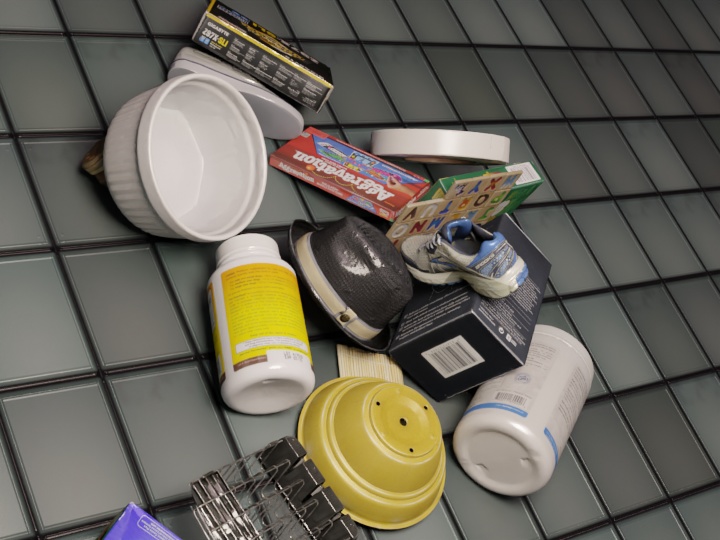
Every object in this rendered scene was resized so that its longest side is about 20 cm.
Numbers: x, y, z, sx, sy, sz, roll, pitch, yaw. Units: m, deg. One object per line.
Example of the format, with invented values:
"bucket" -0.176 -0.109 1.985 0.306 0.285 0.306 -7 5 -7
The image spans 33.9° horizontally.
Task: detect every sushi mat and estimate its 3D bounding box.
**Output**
"sushi mat" 0.021 0.183 1.458 0.095 0.012 0.200 12 51 -26

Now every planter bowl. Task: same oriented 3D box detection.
"planter bowl" 0.033 0.194 1.389 0.200 0.083 0.201 18 49 -21

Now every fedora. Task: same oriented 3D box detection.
"fedora" 0.000 0.000 1.480 0.201 0.092 0.201 49 19 -23

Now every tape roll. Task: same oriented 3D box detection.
"tape roll" 0.114 -0.174 1.682 0.202 0.203 0.037 3 92 -33

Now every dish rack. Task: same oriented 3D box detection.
"dish rack" -0.097 0.263 1.254 0.154 0.055 0.200 53 32 13

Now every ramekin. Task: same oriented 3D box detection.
"ramekin" -0.217 -0.131 1.425 0.200 0.105 0.201 8 80 -52

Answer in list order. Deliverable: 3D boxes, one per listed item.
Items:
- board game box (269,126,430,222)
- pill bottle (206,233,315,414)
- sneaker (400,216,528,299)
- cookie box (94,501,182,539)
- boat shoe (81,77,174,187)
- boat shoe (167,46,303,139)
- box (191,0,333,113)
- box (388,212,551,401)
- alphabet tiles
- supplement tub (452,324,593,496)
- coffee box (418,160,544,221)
"board game box" -0.015 -0.134 1.622 0.200 0.019 0.103 26 41 19
"pill bottle" -0.121 0.059 1.387 0.109 0.109 0.200 8 53 -30
"sneaker" 0.118 -0.031 1.452 0.077 0.200 0.085 -45 123 -26
"cookie box" -0.215 0.351 1.115 0.171 0.075 0.200 38 43 -4
"boat shoe" -0.276 -0.170 1.496 0.068 0.072 0.200 50 43 -23
"boat shoe" -0.164 -0.250 1.627 0.200 0.074 0.065 27 50 -16
"box" -0.135 -0.303 1.658 0.200 0.049 0.160 29 13 -12
"box" 0.145 0.048 1.538 0.107 0.148 0.200 45 42 -20
"alphabet tiles" 0.113 -0.068 1.607 0.200 0.167 0.008 -13 59 -40
"supplement tub" 0.210 0.177 1.509 0.132 0.132 0.200 40 43 -1
"coffee box" 0.159 -0.097 1.696 0.200 0.123 0.044 -16 68 -40
